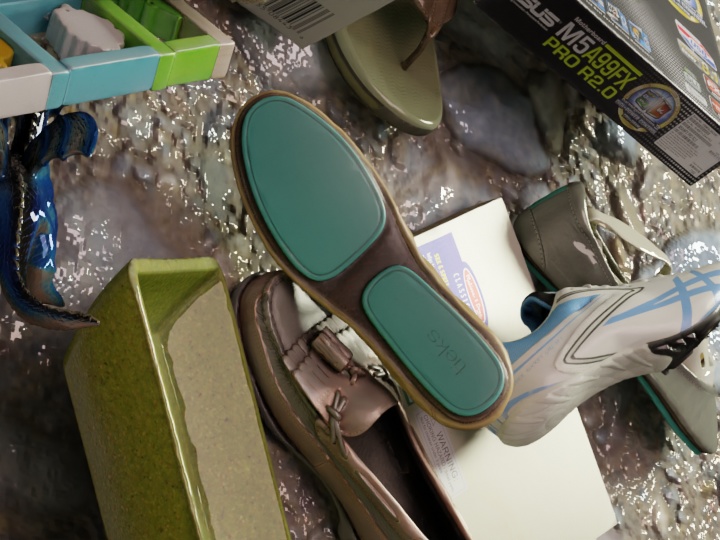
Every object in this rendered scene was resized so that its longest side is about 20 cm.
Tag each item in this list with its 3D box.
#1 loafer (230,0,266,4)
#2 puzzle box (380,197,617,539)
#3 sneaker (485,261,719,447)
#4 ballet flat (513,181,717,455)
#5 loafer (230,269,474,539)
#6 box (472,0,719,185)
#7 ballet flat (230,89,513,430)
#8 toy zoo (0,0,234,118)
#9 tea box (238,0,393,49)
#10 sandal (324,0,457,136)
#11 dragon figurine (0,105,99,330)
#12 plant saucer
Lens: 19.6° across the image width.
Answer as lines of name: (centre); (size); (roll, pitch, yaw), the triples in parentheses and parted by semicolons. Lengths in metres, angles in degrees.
loafer: (-0.118, -0.160, 0.936); (0.076, 0.198, 0.068); (-47, 145, -47)
puzzle box: (0.063, 0.072, 1.141); (0.133, 0.025, 0.202); (-23, 95, -44)
sneaker: (0.136, 0.030, 1.139); (0.199, 0.072, 0.073); (-23, 70, -33)
ballet flat: (0.167, 0.028, 1.216); (0.200, 0.064, 0.068); (47, 13, -23)
loafer: (0.006, 0.085, 1.055); (0.072, 0.063, 0.201); (-38, 106, -43)
box: (0.138, -0.163, 1.222); (0.199, 0.044, 0.161); (36, 33, -32)
ballet flat: (0.000, 0.000, 1.050); (0.068, 0.063, 0.201); (-36, 88, -7)
toy zoo: (-0.168, -0.112, 0.912); (0.199, 0.021, 0.131); (-16, 46, -45)
tea box: (-0.043, -0.258, 1.042); (0.199, 0.133, 0.198); (32, 59, -28)
sandal: (0.024, -0.174, 1.147); (0.079, 0.057, 0.203); (16, 68, -40)
dragon figurine: (-0.147, -0.041, 0.891); (0.058, 0.200, 0.100); (10, 101, -18)
plant saucer: (-0.077, 0.097, 0.929); (0.200, 0.047, 0.202); (-4, 79, -84)
